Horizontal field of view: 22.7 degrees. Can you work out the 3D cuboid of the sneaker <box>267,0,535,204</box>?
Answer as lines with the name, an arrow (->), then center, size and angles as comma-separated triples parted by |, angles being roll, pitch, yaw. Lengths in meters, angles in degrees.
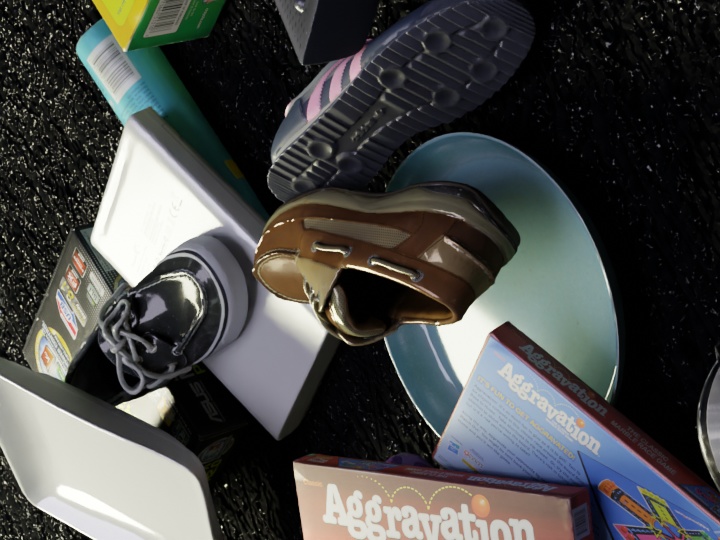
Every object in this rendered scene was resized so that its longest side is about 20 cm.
sneaker -> 0.019, -0.114, 1.008 | 0.200, 0.070, 0.082 | -33, 35, 37

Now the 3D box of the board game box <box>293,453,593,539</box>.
board game box -> 0.045, 0.161, 0.992 | 0.200, 0.019, 0.103 | 1, 102, 43

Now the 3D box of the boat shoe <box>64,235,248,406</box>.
boat shoe -> -0.144, 0.043, 1.196 | 0.199, 0.068, 0.074 | -33, 88, 50

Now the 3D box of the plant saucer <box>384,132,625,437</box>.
plant saucer -> 0.079, 0.019, 1.007 | 0.200, 0.027, 0.201 | 22, 119, 47

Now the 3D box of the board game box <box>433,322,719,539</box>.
board game box -> 0.130, 0.126, 0.942 | 0.200, 0.019, 0.103 | 40, 135, 21

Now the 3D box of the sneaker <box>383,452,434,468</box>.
sneaker -> 0.087, 0.167, 1.032 | 0.200, 0.081, 0.084 | 41, 116, 28

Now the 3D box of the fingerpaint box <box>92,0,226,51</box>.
fingerpaint box -> -0.128, -0.269, 1.131 | 0.167, 0.073, 0.200 | 56, 140, 21

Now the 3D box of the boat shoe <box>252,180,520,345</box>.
boat shoe -> 0.000, 0.000, 0.998 | 0.076, 0.074, 0.200 | 40, 153, -26

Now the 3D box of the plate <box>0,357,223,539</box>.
plate -> -0.172, 0.143, 1.256 | 0.200, 0.032, 0.200 | 23, 149, 22

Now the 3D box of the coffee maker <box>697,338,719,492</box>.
coffee maker -> 0.256, 0.095, 0.715 | 0.200, 0.134, 0.193 | -16, 91, 54

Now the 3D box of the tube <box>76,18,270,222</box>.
tube -> -0.123, -0.085, 1.221 | 0.200, 0.050, 0.077 | 57, 146, 14

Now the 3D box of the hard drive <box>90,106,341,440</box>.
hard drive -> -0.097, 0.003, 1.196 | 0.200, 0.026, 0.132 | 44, 138, 17

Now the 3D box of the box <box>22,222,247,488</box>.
box -> -0.174, 0.086, 1.349 | 0.200, 0.044, 0.160 | 56, 139, 22

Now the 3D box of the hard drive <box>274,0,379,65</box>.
hard drive -> -0.005, -0.222, 0.966 | 0.135, 0.042, 0.200 | -112, 32, -60
